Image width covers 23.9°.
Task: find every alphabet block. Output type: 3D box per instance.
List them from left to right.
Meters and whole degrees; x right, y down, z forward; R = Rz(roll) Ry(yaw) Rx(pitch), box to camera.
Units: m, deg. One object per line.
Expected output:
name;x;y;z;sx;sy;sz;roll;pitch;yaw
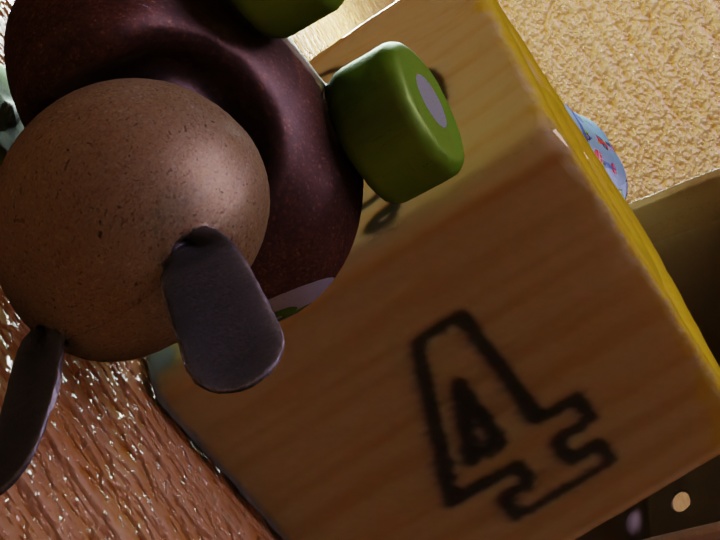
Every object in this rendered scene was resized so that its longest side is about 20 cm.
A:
alphabet block;0.032;0.014;0.791;0.197;0.199;0.196;51;12;-32

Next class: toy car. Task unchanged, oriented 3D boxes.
toy car;-0.063;-0.008;0.561;0.158;0.163;0.201;51;22;-30

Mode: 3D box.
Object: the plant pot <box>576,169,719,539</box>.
plant pot;0.175;0.096;0.967;0.177;0.199;0.202;33;47;-42

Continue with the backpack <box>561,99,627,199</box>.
backpack;0.097;-0.064;1.323;0.135;0.199;0.183;49;14;-40
